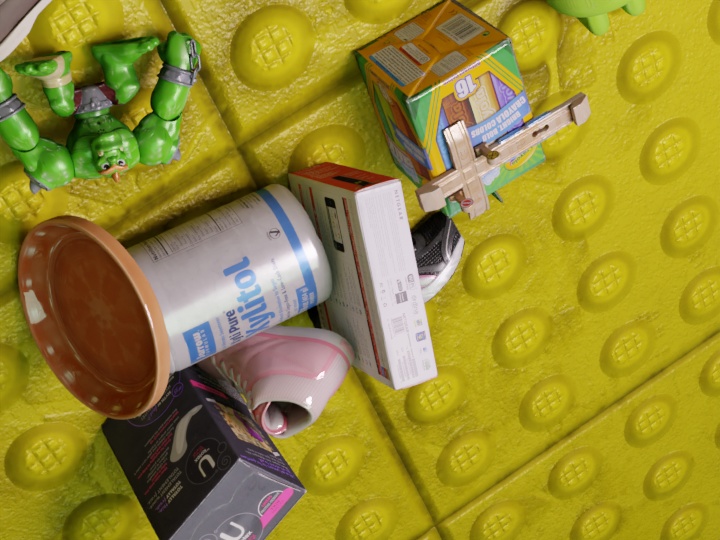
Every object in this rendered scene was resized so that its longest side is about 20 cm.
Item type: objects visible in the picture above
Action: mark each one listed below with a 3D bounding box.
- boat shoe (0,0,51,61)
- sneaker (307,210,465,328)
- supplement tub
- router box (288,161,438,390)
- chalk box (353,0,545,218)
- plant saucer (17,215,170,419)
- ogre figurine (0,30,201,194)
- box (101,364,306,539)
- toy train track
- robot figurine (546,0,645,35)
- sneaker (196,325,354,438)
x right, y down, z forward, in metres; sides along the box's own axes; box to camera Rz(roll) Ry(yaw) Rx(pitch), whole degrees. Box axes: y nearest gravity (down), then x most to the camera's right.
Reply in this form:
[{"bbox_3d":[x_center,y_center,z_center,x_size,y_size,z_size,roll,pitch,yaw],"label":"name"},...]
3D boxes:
[{"bbox_3d":[-0.275,-0.262,1.170,0.200,0.072,0.059,-46,135,12],"label":"boat shoe"},{"bbox_3d":[0.025,0.006,1.525,0.200,0.080,0.086,-47,121,-3],"label":"sneaker"},{"bbox_3d":[-0.141,0.009,1.388,0.200,0.132,0.132,-26,130,-14],"label":"supplement tub"},{"bbox_3d":[0.000,0.000,1.396,0.049,0.179,0.200,-17,107,-20],"label":"router box"},{"bbox_3d":[0.096,-0.148,1.430,0.124,0.125,0.200,-30,130,-10],"label":"chalk box"},{"bbox_3d":[-0.246,0.042,1.311,0.032,0.200,0.201,-30,135,-42],"label":"plant saucer"},{"bbox_3d":[-0.236,-0.141,1.262,0.200,0.098,0.120,-23,112,-36],"label":"ogre figurine"},{"bbox_3d":[-0.165,0.196,1.451,0.122,0.200,0.106,-49,131,7],"label":"box"},{"bbox_3d":[0.146,-0.113,1.380,0.200,0.033,0.115,-31,131,-11],"label":"toy train track"},{"bbox_3d":[0.220,-0.333,1.386,0.175,0.116,0.200,-28,131,3],"label":"robot figurine"},{"bbox_3d":[-0.108,0.112,1.425,0.075,0.200,0.105,55,48,-39],"label":"sneaker"}]
